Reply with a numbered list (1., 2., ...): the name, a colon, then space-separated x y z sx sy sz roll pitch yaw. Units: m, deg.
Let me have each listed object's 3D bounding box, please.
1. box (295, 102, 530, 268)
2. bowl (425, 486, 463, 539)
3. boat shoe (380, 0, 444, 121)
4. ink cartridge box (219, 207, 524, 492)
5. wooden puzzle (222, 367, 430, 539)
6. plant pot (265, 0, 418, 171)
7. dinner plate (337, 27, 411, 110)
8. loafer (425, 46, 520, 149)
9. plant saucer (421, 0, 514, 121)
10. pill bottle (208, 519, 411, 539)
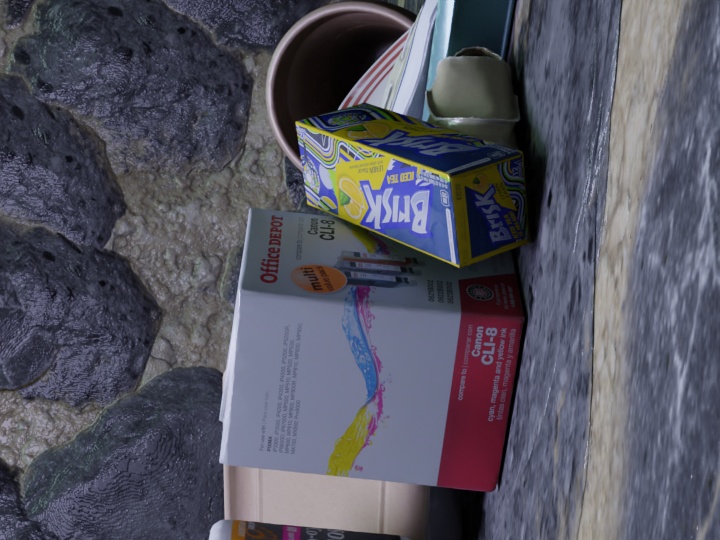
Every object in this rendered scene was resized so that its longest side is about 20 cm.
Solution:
1. box: 0.034 -0.064 1.260 0.200 0.064 0.070 24 127 53
2. bowl: 0.018 0.191 1.444 0.090 0.201 0.201 -27 -42 -38
3. boat shoe: 0.061 -0.185 1.476 0.062 0.072 0.200 47 118 51
4. ink cartridge box: 0.004 0.055 1.278 0.145 0.200 0.145 -91 7 -64
5. wooden puzzle: -0.026 0.179 1.392 0.037 0.200 0.185 -30 -47 -41
6. plant pot: 0.019 -0.190 1.871 0.175 0.200 0.201 -37 -45 -70
7. dinner plate: 0.052 -0.191 1.616 0.200 0.024 0.200 -39 16 13
8. loafer: 0.082 -0.128 1.350 0.200 0.076 0.068 -92 2 -74
9. plant saucer: 0.090 -0.176 1.445 0.019 0.070 0.200 47 138 49
10. pill bottle: -0.015 0.246 1.286 0.116 0.200 0.117 -174 90 -87
